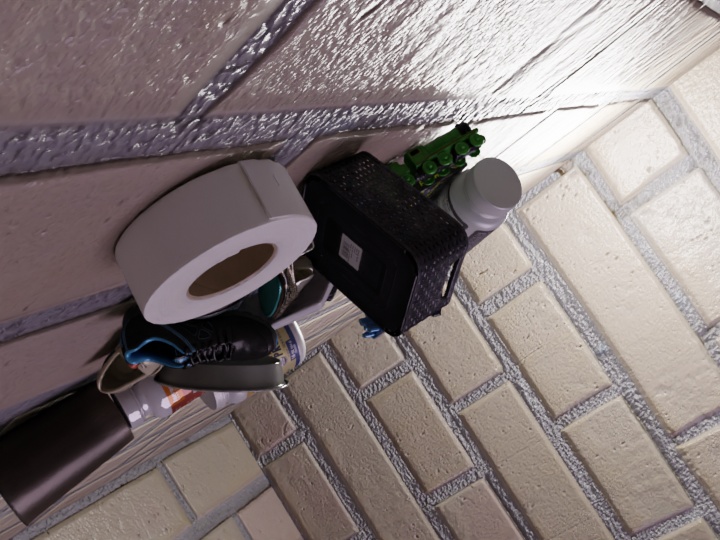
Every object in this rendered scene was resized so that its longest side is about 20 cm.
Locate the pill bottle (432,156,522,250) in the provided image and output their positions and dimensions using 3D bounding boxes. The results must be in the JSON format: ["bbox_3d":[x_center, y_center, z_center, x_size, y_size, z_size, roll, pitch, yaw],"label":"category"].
[{"bbox_3d":[0.183,-0.103,1.484,0.112,0.114,0.200,-29,172,-33],"label":"pill bottle"}]

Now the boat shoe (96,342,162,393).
[{"bbox_3d":[-0.303,0.115,1.198,0.199,0.071,0.063,-33,-167,42],"label":"boat shoe"}]

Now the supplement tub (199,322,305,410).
[{"bbox_3d":[-0.216,0.154,1.609,0.199,0.145,0.144,-31,173,-26],"label":"supplement tub"}]

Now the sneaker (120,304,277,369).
[{"bbox_3d":[-0.203,0.097,1.099,0.197,0.082,0.074,4,122,-9],"label":"sneaker"}]

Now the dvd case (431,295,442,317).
[{"bbox_3d":[0.069,-0.029,1.343,0.017,0.145,0.200,-8,-159,-27],"label":"dvd case"}]

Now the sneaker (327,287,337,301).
[{"bbox_3d":[-0.059,0.008,1.577,0.199,0.088,0.076,-33,173,-8],"label":"sneaker"}]

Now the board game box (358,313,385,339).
[{"bbox_3d":[0.024,-0.013,1.384,0.026,0.202,0.200,-8,162,-27],"label":"board game box"}]

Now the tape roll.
[{"bbox_3d":[-0.145,-0.027,0.889,0.201,0.071,0.203,-29,166,-8],"label":"tape roll"}]

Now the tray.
[{"bbox_3d":[-0.105,0.048,1.174,0.199,0.022,0.108,-25,-155,34],"label":"tray"}]

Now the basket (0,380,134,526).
[{"bbox_3d":[-0.462,0.272,1.336,0.199,0.137,0.180,-35,178,-22],"label":"basket"}]

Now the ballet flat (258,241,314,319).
[{"bbox_3d":[-0.091,-0.016,1.069,0.074,0.068,0.201,-19,142,-18],"label":"ballet flat"}]

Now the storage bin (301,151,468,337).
[{"bbox_3d":[0.021,-0.035,1.071,0.093,0.200,0.136,-29,147,-36],"label":"storage bin"}]

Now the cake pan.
[{"bbox_3d":[-0.202,0.146,1.276,0.197,0.037,0.200,3,-179,0],"label":"cake pan"}]

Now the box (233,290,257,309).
[{"bbox_3d":[-0.174,0.016,1.250,0.199,0.046,0.159,-30,173,-31],"label":"box"}]

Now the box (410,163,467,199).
[{"bbox_3d":[0.079,-0.125,1.500,0.159,0.045,0.200,-30,172,-26],"label":"box"}]

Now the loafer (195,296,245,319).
[{"bbox_3d":[-0.155,-0.012,1.129,0.199,0.072,0.063,-36,153,-38],"label":"loafer"}]

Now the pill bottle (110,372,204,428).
[{"bbox_3d":[-0.302,0.164,1.401,0.199,0.113,0.112,-32,173,-23],"label":"pill bottle"}]

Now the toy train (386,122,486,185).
[{"bbox_3d":[0.099,-0.160,1.284,0.199,0.057,0.042,-32,158,-18],"label":"toy train"}]
